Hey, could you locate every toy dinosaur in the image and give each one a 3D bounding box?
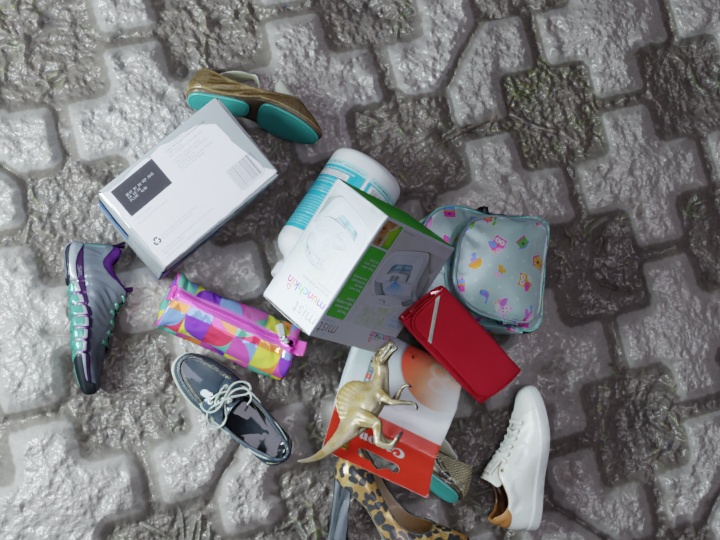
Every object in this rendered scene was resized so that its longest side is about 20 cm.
[{"bbox_3d":[0.007,0.191,1.451,0.101,0.058,0.201,32,70,9],"label":"toy dinosaur"}]

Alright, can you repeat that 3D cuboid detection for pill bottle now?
[{"bbox_3d":[-0.039,-0.059,1.534,0.110,0.111,0.201,36,76,-6],"label":"pill bottle"}]

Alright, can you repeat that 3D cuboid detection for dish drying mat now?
[{"bbox_3d":[0.136,0.102,1.510,0.077,0.018,0.200,-40,122,7],"label":"dish drying mat"}]

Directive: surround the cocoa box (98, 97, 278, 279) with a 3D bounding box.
[{"bbox_3d":[-0.229,-0.104,1.484,0.200,0.131,0.134,-42,93,-15],"label":"cocoa box"}]

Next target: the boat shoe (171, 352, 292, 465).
[{"bbox_3d":[-0.170,0.184,1.494,0.075,0.062,0.200,-43,93,-13],"label":"boat shoe"}]

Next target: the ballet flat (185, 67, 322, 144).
[{"bbox_3d":[-0.143,-0.238,1.566,0.198,0.068,0.073,15,60,-7],"label":"ballet flat"}]

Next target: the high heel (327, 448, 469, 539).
[{"bbox_3d":[0.059,0.307,1.512,0.198,0.071,0.144,8,99,-4],"label":"high heel"}]

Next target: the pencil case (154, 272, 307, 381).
[{"bbox_3d":[-0.172,0.076,1.499,0.198,0.088,0.089,22,78,-8],"label":"pencil case"}]

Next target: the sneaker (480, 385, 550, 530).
[{"bbox_3d":[0.213,0.260,1.568,0.084,0.073,0.202,6,82,-15],"label":"sneaker"}]

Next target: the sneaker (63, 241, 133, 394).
[{"bbox_3d":[-0.336,0.058,1.469,0.087,0.074,0.202,-4,83,-18],"label":"sneaker"}]

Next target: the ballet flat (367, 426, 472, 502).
[{"bbox_3d":[0.068,0.242,1.546,0.199,0.068,0.076,32,56,-6],"label":"ballet flat"}]

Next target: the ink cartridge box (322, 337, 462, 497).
[{"bbox_3d":[0.046,0.182,1.504,0.161,0.050,0.201,26,42,-8],"label":"ink cartridge box"}]

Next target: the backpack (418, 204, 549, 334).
[{"bbox_3d":[0.158,-0.003,1.555,0.198,0.153,0.178,8,86,-5],"label":"backpack"}]

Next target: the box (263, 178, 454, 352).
[{"bbox_3d":[0.000,0.000,1.432,0.096,0.200,0.177,37,98,30],"label":"box"}]
